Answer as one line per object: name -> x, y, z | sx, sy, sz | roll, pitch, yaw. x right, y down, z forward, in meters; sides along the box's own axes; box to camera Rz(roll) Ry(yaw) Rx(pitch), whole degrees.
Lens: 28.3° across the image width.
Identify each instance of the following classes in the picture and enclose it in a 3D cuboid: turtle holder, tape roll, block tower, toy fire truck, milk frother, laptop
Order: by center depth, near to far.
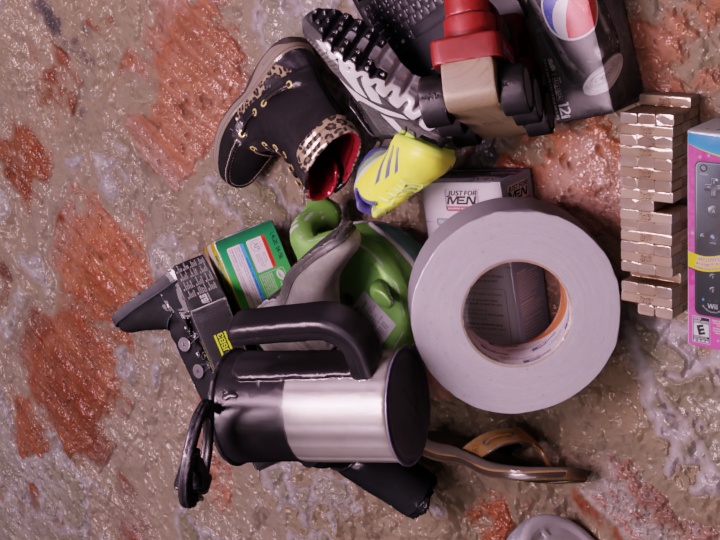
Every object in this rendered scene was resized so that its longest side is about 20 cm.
block tower -> 0.273, -0.060, 1.306 | 0.054, 0.058, 0.200 | 10, 111, 37
toy fire truck -> 0.094, -0.223, 1.314 | 0.129, 0.176, 0.200 | -7, 84, 17
milk frother -> -0.058, 0.147, 1.331 | 0.188, 0.200, 0.181 | -3, 143, 23
tape roll -> 0.146, 0.033, 1.367 | 0.200, 0.066, 0.200 | 0, 105, 0
laptop -> 0.031, -0.282, 1.393 | 0.177, 0.103, 0.200 | -31, 86, 43
turtle holder -> 0.002, 0.011, 1.511 | 0.185, 0.132, 0.141 | 21, 120, 34

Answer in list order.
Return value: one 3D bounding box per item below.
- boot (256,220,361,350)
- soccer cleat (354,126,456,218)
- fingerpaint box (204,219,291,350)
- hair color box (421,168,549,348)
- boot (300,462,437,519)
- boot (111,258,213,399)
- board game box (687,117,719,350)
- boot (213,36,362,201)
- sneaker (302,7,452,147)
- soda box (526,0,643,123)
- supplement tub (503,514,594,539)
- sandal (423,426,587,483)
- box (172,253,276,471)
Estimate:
boot -> -0.024, 0.048, 1.427 | 0.131, 0.068, 0.200 | 45, 131, 3
soccer cleat -> 0.040, -0.088, 1.384 | 0.084, 0.065, 0.200 | -68, 12, -6
fingerpaint box -> -0.101, 0.050, 1.599 | 0.167, 0.073, 0.200 | 167, 81, -80
hair color box -> 0.129, 0.000, 1.447 | 0.099, 0.061, 0.200 | 3, 109, 39
boot -> 0.008, 0.208, 1.533 | 0.162, 0.198, 0.073 | 38, 89, -7
boot -> -0.212, 0.108, 1.781 | 0.165, 0.066, 0.200 | -34, 88, 44
board game box -> 0.361, -0.025, 1.240 | 0.148, 0.064, 0.200 | 10, 112, 37
boot -> -0.080, -0.133, 1.545 | 0.200, 0.073, 0.151 | -56, 52, 31
sneaker -> 0.014, -0.181, 1.440 | 0.200, 0.066, 0.091 | 35, 138, -7
soda box -> 0.195, -0.239, 1.292 | 0.063, 0.071, 0.200 | -8, 101, 39
supplement tub -> 0.166, 0.357, 1.511 | 0.123, 0.123, 0.200 | 49, 131, 15
sandal -> 0.147, 0.188, 1.508 | 0.200, 0.082, 0.055 | 11, 92, 44
box -> -0.143, 0.096, 1.558 | 0.200, 0.048, 0.193 | -131, 17, -70
